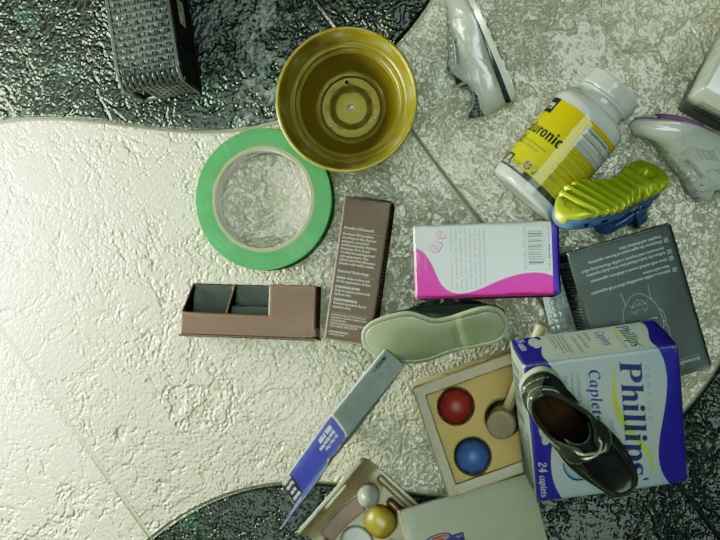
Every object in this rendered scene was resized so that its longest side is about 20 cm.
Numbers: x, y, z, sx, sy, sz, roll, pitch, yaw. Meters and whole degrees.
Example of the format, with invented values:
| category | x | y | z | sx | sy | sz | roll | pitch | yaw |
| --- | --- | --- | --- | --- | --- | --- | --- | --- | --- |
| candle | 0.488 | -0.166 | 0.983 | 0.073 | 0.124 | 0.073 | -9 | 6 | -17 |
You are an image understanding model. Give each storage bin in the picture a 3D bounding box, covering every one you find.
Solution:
| category | x | y | z | sx | sy | sz | roll | pitch | yaw |
| --- | --- | --- | --- | --- | --- | --- | --- | --- | --- |
| storage bin | -0.294 | -0.351 | 1.594 | 0.092 | 0.135 | 0.203 | -8 | 89 | 5 |

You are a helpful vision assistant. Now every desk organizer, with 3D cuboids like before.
| category | x | y | z | sx | sy | sz | roll | pitch | yaw |
| --- | --- | --- | --- | --- | --- | --- | --- | --- | --- |
| desk organizer | -0.155 | 0.058 | 1.613 | 0.197 | 0.072 | 0.078 | 2 | 87 | 4 |

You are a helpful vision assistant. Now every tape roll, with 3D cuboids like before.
| category | x | y | z | sx | sy | sz | roll | pitch | yaw |
| --- | --- | --- | --- | --- | --- | --- | --- | --- | --- |
| tape roll | -0.136 | -0.101 | 1.623 | 0.197 | 0.048 | 0.204 | 0 | 89 | 4 |

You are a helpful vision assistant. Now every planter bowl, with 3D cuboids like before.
| category | x | y | z | sx | sy | sz | roll | pitch | yaw |
| --- | --- | --- | --- | --- | --- | --- | --- | --- | --- |
| planter bowl | -0.017 | -0.236 | 1.597 | 0.197 | 0.083 | 0.204 | 0 | 89 | 4 |

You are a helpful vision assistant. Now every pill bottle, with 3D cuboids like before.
| category | x | y | z | sx | sy | sz | roll | pitch | yaw |
| --- | --- | --- | --- | --- | --- | --- | --- | --- | --- |
| pill bottle | 0.288 | -0.177 | 1.559 | 0.111 | 0.111 | 0.200 | 41 | 92 | 4 |

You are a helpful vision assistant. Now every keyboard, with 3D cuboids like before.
| category | x | y | z | sx | sy | sz | roll | pitch | yaw |
| --- | --- | --- | --- | --- | --- | --- | --- | --- | --- |
| keyboard | 0.307 | 0.116 | 1.604 | 0.056 | 0.011 | 0.203 | -14 | 89 | 4 |

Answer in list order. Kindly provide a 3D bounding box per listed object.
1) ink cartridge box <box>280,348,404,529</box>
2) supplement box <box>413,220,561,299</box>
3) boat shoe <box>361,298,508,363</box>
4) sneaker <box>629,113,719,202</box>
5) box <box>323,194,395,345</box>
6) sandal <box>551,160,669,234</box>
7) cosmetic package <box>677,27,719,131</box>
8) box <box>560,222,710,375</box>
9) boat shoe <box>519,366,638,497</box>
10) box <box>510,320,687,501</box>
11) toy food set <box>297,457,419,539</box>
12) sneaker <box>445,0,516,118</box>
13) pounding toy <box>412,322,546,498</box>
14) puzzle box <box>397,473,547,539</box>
| category | x | y | z | sx | sy | sz | roll | pitch | yaw |
| --- | --- | --- | --- | --- | --- | --- | --- | --- | --- |
| ink cartridge box | -0.038 | 0.223 | 1.498 | 0.040 | 0.200 | 0.200 | 37 | 135 | 5 |
| supplement box | 0.174 | -0.012 | 1.566 | 0.197 | 0.103 | 0.103 | -1 | 87 | 6 |
| boat shoe | 0.100 | 0.075 | 1.528 | 0.197 | 0.066 | 0.075 | -13 | 105 | 8 |
| sneaker | 0.456 | -0.152 | 1.550 | 0.198 | 0.075 | 0.101 | 19 | 97 | -11 |
| box | 0.000 | 0.000 | 1.585 | 0.074 | 0.100 | 0.203 | 10 | 90 | 5 |
| sandal | 0.339 | -0.083 | 1.537 | 0.198 | 0.088 | 0.080 | -15 | 44 | -31 |
| cosmetic package | 0.556 | -0.279 | 1.510 | 0.165 | 0.167 | 0.202 | 28 | 92 | 5 |
| box | 0.372 | 0.054 | 1.548 | 0.146 | 0.107 | 0.203 | -15 | 88 | 1 |
| boat shoe | 0.266 | 0.206 | 1.362 | 0.072 | 0.068 | 0.200 | -41 | 103 | 7 |
| box | 0.304 | 0.178 | 1.444 | 0.197 | 0.105 | 0.187 | -8 | 103 | -1 |
| toy food set | 0.030 | 0.384 | 1.598 | 0.200 | 0.060 | 0.144 | 42 | 92 | 4 |
| sneaker | 0.151 | -0.317 | 1.594 | 0.080 | 0.076 | 0.202 | -23 | 86 | 13 |
| pounding toy | 0.183 | 0.188 | 1.547 | 0.198 | 0.142 | 0.186 | -20 | 88 | 4 |
| puzzle box | 0.160 | 0.373 | 1.575 | 0.197 | 0.025 | 0.135 | -13 | 84 | -12 |
